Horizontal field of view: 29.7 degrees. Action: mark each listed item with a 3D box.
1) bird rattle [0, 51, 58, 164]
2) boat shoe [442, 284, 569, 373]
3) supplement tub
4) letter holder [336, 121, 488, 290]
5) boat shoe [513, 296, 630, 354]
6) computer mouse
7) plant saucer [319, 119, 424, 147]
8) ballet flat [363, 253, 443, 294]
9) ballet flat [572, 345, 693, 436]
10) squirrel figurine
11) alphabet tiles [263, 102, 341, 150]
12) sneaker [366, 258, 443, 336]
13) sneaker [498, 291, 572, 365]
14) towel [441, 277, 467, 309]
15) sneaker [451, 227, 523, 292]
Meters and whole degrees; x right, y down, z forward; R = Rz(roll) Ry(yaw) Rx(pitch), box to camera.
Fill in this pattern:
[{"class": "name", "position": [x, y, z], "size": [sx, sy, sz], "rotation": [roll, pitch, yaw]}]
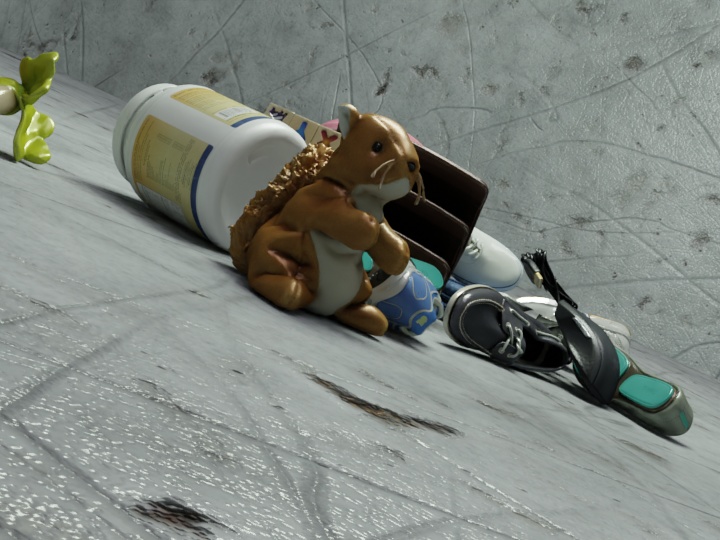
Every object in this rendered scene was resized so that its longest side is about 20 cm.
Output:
[{"class": "bird rattle", "position": [-0.404, -0.187, 1.378], "size": [0.199, 0.114, 0.163], "rotation": [23, 20, 25]}, {"class": "boat shoe", "position": [0.166, 0.069, 1.510], "size": [0.062, 0.073, 0.199], "rotation": [24, -2, 41]}, {"class": "supplement tub", "position": [-0.162, -0.115, 1.448], "size": [0.199, 0.145, 0.144], "rotation": [29, 7, 42]}, {"class": "letter holder", "position": [0.036, -0.077, 1.611], "size": [0.199, 0.101, 0.143], "rotation": [27, -36, 6]}, {"class": "boat shoe", "position": [0.266, 0.090, 1.796], "size": [0.198, 0.071, 0.070], "rotation": [12, 49, -7]}, {"class": "computer mouse", "position": [0.250, 0.054, 1.581], "size": [0.141, 0.046, 0.201], "rotation": [49, 16, -36]}, {"class": "plant saucer", "position": [0.026, -0.141, 1.797], "size": [0.199, 0.051, 0.201], "rotation": [25, -21, 10]}, {"class": "ballet flat", "position": [0.000, 0.000, 1.514], "size": [0.199, 0.075, 0.074], "rotation": [26, 3, -26]}, {"class": "ballet flat", "position": [0.317, 0.144, 1.596], "size": [0.064, 0.067, 0.200], "rotation": [52, -8, -27]}, {"class": "squirrel figurine", "position": [-0.032, -0.063, 1.258], "size": [0.141, 0.188, 0.200], "rotation": [20, 6, -39]}, {"class": "alphabet tiles", "position": [-0.113, -0.112, 1.574], "size": [0.199, 0.168, 0.008], "rotation": [25, -14, 9]}, {"class": "sneaker", "position": [0.042, 0.033, 1.398], "size": [0.077, 0.076, 0.200], "rotation": [50, 4, 3]}, {"class": "sneaker", "position": [0.203, 0.077, 1.636], "size": [0.090, 0.067, 0.200], "rotation": [24, 2, 34]}, {"class": "towel", "position": [0.118, 0.038, 1.765], "size": [0.199, 0.049, 0.111], "rotation": [27, 5, 41]}, {"class": "sneaker", "position": [0.120, -0.036, 1.741], "size": [0.199, 0.073, 0.071], "rotation": [29, -13, 1]}]
